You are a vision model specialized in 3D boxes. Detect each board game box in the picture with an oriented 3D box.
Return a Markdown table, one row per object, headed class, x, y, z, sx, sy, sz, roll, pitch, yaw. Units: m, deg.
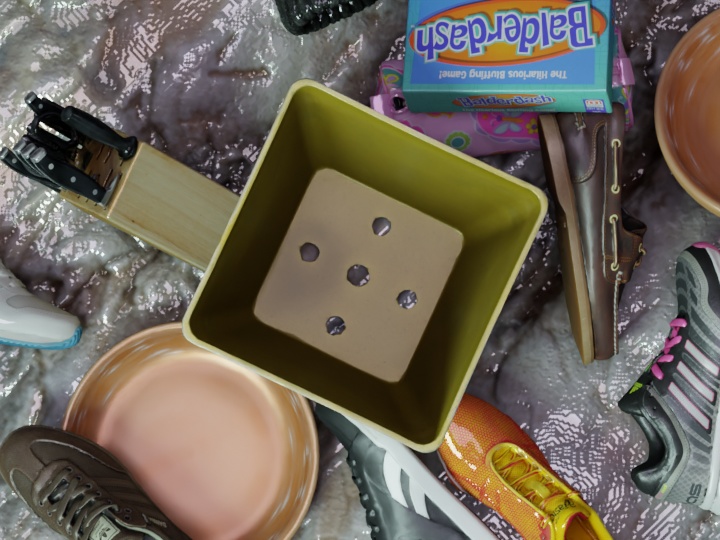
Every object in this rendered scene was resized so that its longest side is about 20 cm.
| class | x | y | z | sx | sy | sz | roll | pitch | yaw |
| --- | --- | --- | --- | --- | --- | --- | --- | --- | --- |
| board game box | 0.113 | -0.216 | 1.699 | 0.151 | 0.045 | 0.202 | 0 | 73 | 12 |

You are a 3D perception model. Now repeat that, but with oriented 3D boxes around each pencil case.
| class | x | y | z | sx | sy | sz | roll | pitch | yaw |
| --- | --- | --- | --- | --- | --- | --- | --- | --- | --- |
| pencil case | 0.106 | -0.130 | 1.750 | 0.198 | 0.087 | 0.088 | -8 | 85 | 1 |

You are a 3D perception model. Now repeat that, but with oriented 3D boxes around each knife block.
| class | x | y | z | sx | sy | sz | roll | pitch | yaw |
| --- | --- | --- | --- | --- | --- | --- | --- | --- | --- |
| knife block | -0.163 | -0.059 | 1.707 | 0.199 | 0.176 | 0.064 | 27 | 88 | 3 |

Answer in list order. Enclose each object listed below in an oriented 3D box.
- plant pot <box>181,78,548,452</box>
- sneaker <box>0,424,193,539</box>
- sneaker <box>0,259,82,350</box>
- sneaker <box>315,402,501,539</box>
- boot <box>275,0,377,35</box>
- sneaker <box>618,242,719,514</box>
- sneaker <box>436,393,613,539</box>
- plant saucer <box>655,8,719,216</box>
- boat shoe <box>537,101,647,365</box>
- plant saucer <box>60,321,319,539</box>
| class | x | y | z | sx | sy | sz | roll | pitch | yaw |
| --- | --- | --- | --- | --- | --- | --- | --- | --- | --- |
| plant pot | 0.000 | 0.000 | 1.693 | 0.199 | 0.176 | 0.201 | 25 | 87 | -1 |
| sneaker | -0.184 | 0.181 | 1.703 | 0.199 | 0.076 | 0.071 | 36 | 88 | 4 |
| sneaker | -0.301 | 0.005 | 1.758 | 0.198 | 0.077 | 0.081 | 21 | 84 | 1 |
| sneaker | 0.015 | 0.189 | 1.733 | 0.200 | 0.073 | 0.112 | 45 | 87 | 3 |
| boot | 0.002 | -0.290 | 1.765 | 0.210 | 0.079 | 0.159 | -32 | 78 | 10 |
| sneaker | 0.236 | 0.080 | 1.726 | 0.087 | 0.074 | 0.202 | 0 | 90 | -4 |
| sneaker | 0.131 | 0.164 | 1.724 | 0.200 | 0.077 | 0.073 | 46 | 66 | 1 |
| plant saucer | 0.319 | -0.114 | 1.729 | 0.198 | 0.038 | 0.202 | -3 | 64 | 7 |
| boat shoe | 0.179 | -0.027 | 1.721 | 0.070 | 0.070 | 0.202 | -11 | 113 | -4 |
| plant saucer | -0.129 | 0.140 | 1.760 | 0.198 | 0.037 | 0.202 | 0 | 86 | 2 |
